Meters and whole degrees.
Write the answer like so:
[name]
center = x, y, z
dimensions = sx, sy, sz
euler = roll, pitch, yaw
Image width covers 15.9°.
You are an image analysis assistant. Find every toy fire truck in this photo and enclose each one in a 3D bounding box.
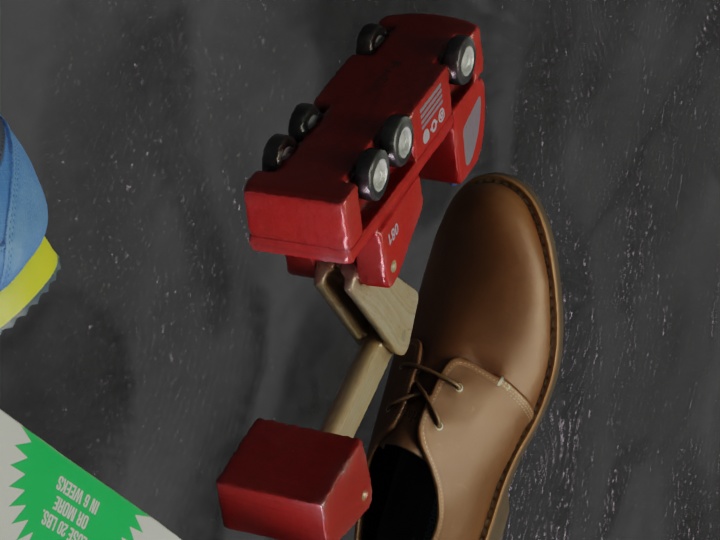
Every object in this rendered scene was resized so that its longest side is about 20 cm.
[toy fire truck]
center = 0.000, 0.000, 1.047
dimensions = 0.200, 0.048, 0.142
euler = -54, 145, -47

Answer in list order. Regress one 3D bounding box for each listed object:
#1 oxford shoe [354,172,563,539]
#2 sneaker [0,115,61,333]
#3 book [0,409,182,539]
[oxford shoe]
center = 0.040, 0.055, 1.138
dimensions = 0.071, 0.071, 0.202
euler = 10, 90, -61
[sneaker]
center = -0.154, 0.014, 0.698
dimensions = 0.200, 0.066, 0.079
euler = -54, 133, -47
[book]
center = -0.131, 0.148, 0.761
dimensions = 0.134, 0.048, 0.201
euler = 43, 63, -50
